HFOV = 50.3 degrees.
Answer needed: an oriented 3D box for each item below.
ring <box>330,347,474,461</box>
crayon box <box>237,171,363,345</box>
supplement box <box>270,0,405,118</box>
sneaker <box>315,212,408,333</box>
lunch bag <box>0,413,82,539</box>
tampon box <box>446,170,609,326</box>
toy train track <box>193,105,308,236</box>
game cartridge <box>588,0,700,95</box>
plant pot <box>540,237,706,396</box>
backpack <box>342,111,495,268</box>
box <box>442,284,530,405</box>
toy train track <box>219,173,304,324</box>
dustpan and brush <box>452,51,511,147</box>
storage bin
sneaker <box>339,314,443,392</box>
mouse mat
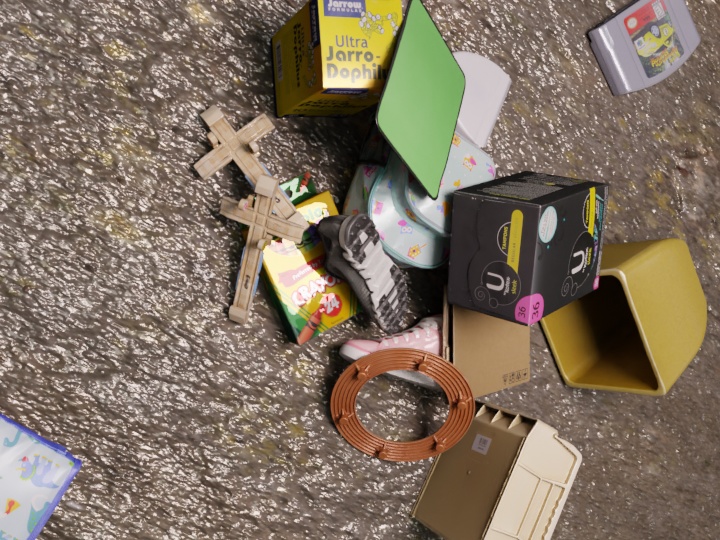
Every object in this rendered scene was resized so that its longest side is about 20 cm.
[{"bbox_3d":[0.057,0.190,1.042,0.197,0.019,0.203,2,121,3],"label":"ring"},{"bbox_3d":[-0.076,-0.019,1.031,0.126,0.051,0.202,-28,101,-19],"label":"crayon box"},{"bbox_3d":[-0.034,-0.262,0.964,0.107,0.200,0.111,-5,92,-22],"label":"supplement box"},{"bbox_3d":[0.000,0.000,1.001,0.067,0.090,0.201,-50,134,-26],"label":"sneaker"},{"bbox_3d":[-0.435,0.253,0.846,0.169,0.127,0.201,36,87,-19],"label":"lunch bag"},{"bbox_3d":[0.220,-0.037,1.002,0.199,0.125,0.152,-19,117,-47],"label":"tampon box"},{"bbox_3d":[-0.135,-0.129,0.974,0.114,0.033,0.201,-38,85,-9],"label":"toy train track"},{"bbox_3d":[0.473,-0.379,1.264,0.199,0.041,0.134,-36,108,-18],"label":"game cartridge"},{"bbox_3d":[0.409,0.047,1.168,0.199,0.193,0.197,-31,102,-28],"label":"plant pot"},{"bbox_3d":[0.075,-0.103,1.038,0.175,0.153,0.202,28,83,-31],"label":"backpack"},{"bbox_3d":[0.187,0.096,1.115,0.198,0.021,0.166,-5,96,-46],"label":"box"},{"bbox_3d":[-0.139,-0.021,0.968,0.113,0.033,0.202,20,113,10],"label":"toy train track"},{"bbox_3d":[0.117,-0.282,1.113,0.199,0.057,0.141,35,67,-26],"label":"dustpan and brush"},{"bbox_3d":[0.183,0.297,1.066,0.093,0.200,0.200,29,80,-18],"label":"storage bin"},{"bbox_3d":[0.067,0.103,1.082,0.198,0.075,0.106,19,81,-25],"label":"sneaker"},{"bbox_3d":[0.077,-0.206,0.922,0.161,0.007,0.202,45,54,-45],"label":"mouse mat"}]
